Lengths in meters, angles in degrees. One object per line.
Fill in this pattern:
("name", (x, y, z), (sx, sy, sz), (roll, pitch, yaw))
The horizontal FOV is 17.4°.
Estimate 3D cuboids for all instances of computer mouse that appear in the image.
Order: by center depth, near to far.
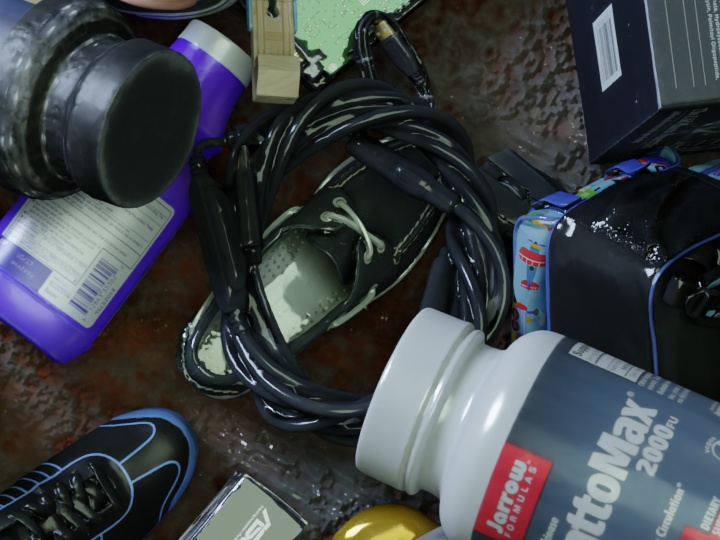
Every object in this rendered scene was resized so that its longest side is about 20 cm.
("computer mouse", (0.066, -0.067, 1.320), (0.200, 0.034, 0.059), (48, 64, -14))

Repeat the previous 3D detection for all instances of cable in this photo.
("cable", (0.000, 0.000, 1.266), (0.163, 0.051, 0.200), (-14, 77, -11))

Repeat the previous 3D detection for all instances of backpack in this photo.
("backpack", (0.194, 0.017, 1.287), (0.200, 0.134, 0.183), (-27, 128, -32))

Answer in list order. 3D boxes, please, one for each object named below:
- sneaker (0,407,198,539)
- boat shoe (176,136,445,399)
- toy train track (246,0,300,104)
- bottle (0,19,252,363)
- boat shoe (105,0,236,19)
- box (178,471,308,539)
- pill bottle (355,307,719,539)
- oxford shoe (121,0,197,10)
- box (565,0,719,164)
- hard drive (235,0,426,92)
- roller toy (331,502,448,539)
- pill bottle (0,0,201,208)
("sneaker", (-0.172, 0.145, 1.283), (0.200, 0.078, 0.070), (-37, 90, -6))
("boat shoe", (-0.019, -0.003, 1.317), (0.076, 0.060, 0.200), (42, 83, 0))
("toy train track", (-0.047, -0.189, 1.280), (0.114, 0.033, 0.200), (3, 72, -15))
("bottle", (-0.134, -0.047, 1.307), (0.083, 0.065, 0.200), (36, 83, -4))
("boat shoe", (-0.161, -0.184, 1.295), (0.200, 0.066, 0.070), (20, 107, 5))
("box", (-0.110, 0.196, 1.244), (0.049, 0.161, 0.200), (39, 82, -2))
("pill bottle", (0.105, 0.099, 1.162), (0.200, 0.120, 0.120), (23, 84, 12))
("oxford shoe", (-0.125, -0.215, 1.241), (0.071, 0.074, 0.200), (-2, 44, -25))
("box", (0.222, -0.129, 1.279), (0.182, 0.200, 0.104), (-7, 85, -5))
("hard drive", (0.005, -0.216, 1.346), (0.200, 0.038, 0.140), (-42, 91, -7))
("roller toy", (0.077, 0.221, 1.271), (0.200, 0.140, 0.183), (3, 91, 4))
("pill bottle", (-0.187, -0.103, 1.243), (0.200, 0.112, 0.112), (21, 83, 28))
